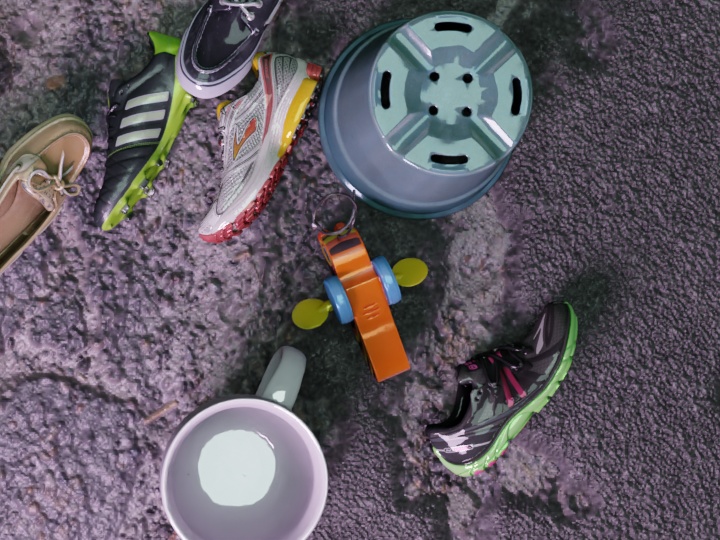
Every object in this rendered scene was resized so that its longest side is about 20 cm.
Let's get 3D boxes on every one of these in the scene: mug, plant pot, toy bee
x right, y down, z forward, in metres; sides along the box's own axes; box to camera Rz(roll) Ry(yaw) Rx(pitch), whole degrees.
[{"bbox_3d":[-0.100,0.163,1.530,0.148,0.175,0.200,24,85,-6],"label":"mug"},{"bbox_3d":[0.069,-0.152,1.550,0.200,0.196,0.200,0,89,-7],"label":"plant pot"},{"bbox_3d":[0.000,0.000,1.596,0.131,0.109,0.200,-2,113,-15],"label":"toy bee"}]

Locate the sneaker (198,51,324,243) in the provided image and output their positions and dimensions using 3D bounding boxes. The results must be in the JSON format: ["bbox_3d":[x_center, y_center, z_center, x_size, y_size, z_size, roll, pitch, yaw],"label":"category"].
[{"bbox_3d":[-0.108,-0.118,1.596,0.082,0.078,0.200,25,78,2],"label":"sneaker"}]

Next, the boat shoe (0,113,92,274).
[{"bbox_3d":[-0.316,-0.057,1.556,0.200,0.063,0.073,-52,132,1],"label":"boat shoe"}]

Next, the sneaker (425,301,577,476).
[{"bbox_3d":[0.138,0.106,1.610,0.084,0.077,0.200,39,83,-8],"label":"sneaker"}]

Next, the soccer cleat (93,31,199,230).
[{"bbox_3d":[-0.214,-0.133,1.587,0.081,0.068,0.200,26,79,4],"label":"soccer cleat"}]

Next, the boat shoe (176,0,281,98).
[{"bbox_3d":[-0.109,-0.253,1.569,0.072,0.068,0.200,32,68,5],"label":"boat shoe"}]
